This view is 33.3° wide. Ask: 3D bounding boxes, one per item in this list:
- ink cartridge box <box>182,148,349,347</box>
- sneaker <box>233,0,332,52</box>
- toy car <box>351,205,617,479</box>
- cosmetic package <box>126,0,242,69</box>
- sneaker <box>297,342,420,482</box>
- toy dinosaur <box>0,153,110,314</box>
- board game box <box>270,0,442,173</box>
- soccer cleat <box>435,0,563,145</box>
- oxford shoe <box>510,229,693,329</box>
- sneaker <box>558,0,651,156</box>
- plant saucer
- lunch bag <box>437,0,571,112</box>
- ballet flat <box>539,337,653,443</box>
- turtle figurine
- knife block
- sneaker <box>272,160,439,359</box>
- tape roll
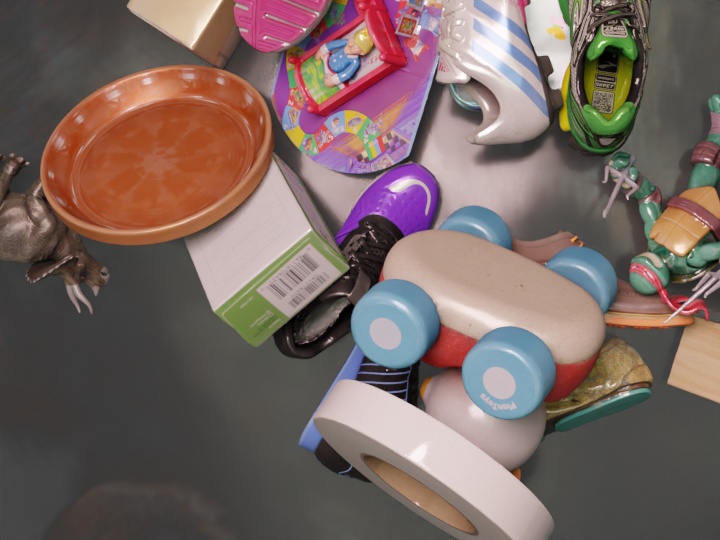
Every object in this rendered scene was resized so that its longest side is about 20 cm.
[{"bbox_3d":[-0.093,-0.040,1.023,0.104,0.200,0.059,-40,130,7],"label":"ink cartridge box"},{"bbox_3d":[-0.030,-0.266,0.979,0.081,0.088,0.201,34,103,10],"label":"sneaker"},{"bbox_3d":[0.085,0.085,0.940,0.176,0.184,0.201,23,122,18],"label":"toy car"},{"bbox_3d":[-0.105,-0.280,1.025,0.071,0.105,0.201,33,96,7],"label":"cosmetic package"},{"bbox_3d":[0.026,0.087,1.035,0.078,0.070,0.201,31,101,2],"label":"sneaker"},{"bbox_3d":[-0.311,-0.047,1.065,0.199,0.077,0.103,22,80,2],"label":"toy dinosaur"},{"bbox_3d":[-0.012,-0.184,1.007,0.157,0.039,0.201,24,103,31],"label":"board game box"},{"bbox_3d":[0.090,-0.193,0.937,0.086,0.070,0.201,-20,92,-6],"label":"soccer cleat"},{"bbox_3d":[0.183,0.005,1.013,0.199,0.071,0.073,12,88,7],"label":"oxford shoe"},{"bbox_3d":[0.195,-0.192,0.926,0.077,0.085,0.201,-1,88,-1],"label":"sneaker"},{"bbox_3d":[-0.170,-0.097,1.019,0.199,0.032,0.201,-6,49,7],"label":"plant saucer"},{"bbox_3d":[0.143,-0.229,1.010,0.159,0.077,0.201,-6,90,5],"label":"lunch bag"},{"bbox_3d":[0.149,0.117,1.025,0.199,0.071,0.071,-27,88,8],"label":"ballet flat"},{"bbox_3d":[0.267,-0.047,0.972,0.149,0.101,0.200,36,77,25],"label":"turtle figurine"},{"bbox_3d":[0.355,0.096,0.940,0.199,0.176,0.064,18,92,6],"label":"knife block"},{"bbox_3d":[0.000,0.001,1.011,0.069,0.100,0.200,38,98,-14],"label":"sneaker"},{"bbox_3d":[0.054,0.156,0.919,0.202,0.203,0.037,34,73,5],"label":"tape roll"}]
